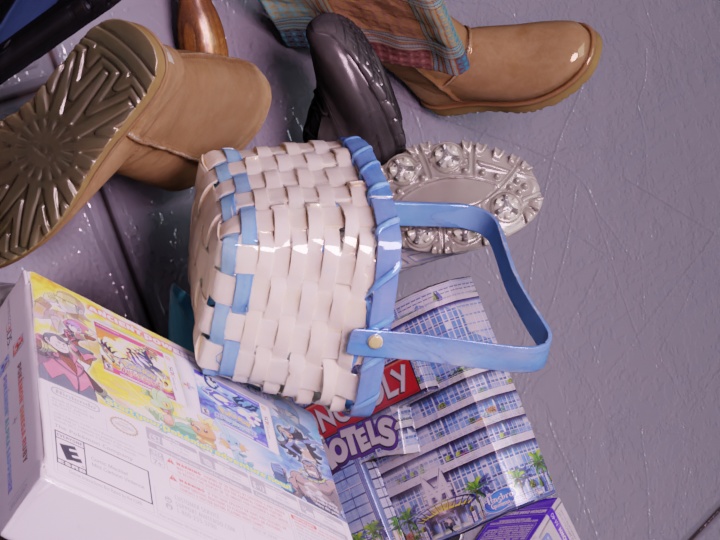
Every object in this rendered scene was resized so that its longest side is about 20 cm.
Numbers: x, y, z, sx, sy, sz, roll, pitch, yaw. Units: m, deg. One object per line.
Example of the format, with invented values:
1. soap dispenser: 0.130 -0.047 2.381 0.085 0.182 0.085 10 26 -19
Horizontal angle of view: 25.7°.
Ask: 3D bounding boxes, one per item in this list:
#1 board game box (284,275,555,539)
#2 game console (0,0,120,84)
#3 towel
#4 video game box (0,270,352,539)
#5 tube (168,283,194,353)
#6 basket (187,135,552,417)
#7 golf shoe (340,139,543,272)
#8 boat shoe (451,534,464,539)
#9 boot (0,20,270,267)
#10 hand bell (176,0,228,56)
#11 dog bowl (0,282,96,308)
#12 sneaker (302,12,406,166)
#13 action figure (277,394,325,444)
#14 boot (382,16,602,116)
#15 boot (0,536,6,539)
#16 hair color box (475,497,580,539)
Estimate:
1. board game box: 0.003 0.091 1.039 0.062 0.200 0.201 -8 72 -50
2. game console: -0.159 -0.178 0.888 0.031 0.200 0.177 43 51 -22
3. towel: -0.012 -0.184 1.047 0.200 0.146 0.022 51 54 -67
4. video game box: -0.095 0.101 0.817 0.199 0.047 0.183 30 22 -27
5. tube: -0.091 0.113 0.944 0.077 0.050 0.201 65 15 -71
6. basket: 0.000 0.000 0.923 0.177 0.199 0.140 -106 -160 -62
7. golf shoe: 0.024 -0.032 1.070 0.097 0.199 0.079 64 16 -75
8. boat shoe: 0.059 0.146 1.150 0.073 0.068 0.201 21 65 -44
9. boot: -0.143 -0.065 0.932 0.066 0.175 0.200 50 9 9
10. hand bell: -0.115 -0.209 1.052 0.104 0.104 0.201 -30 114 -48
11. dog bowl: -0.190 0.099 0.888 0.199 0.058 0.201 15 69 -45
12. sneaker: -0.009 -0.084 1.088 0.076 0.090 0.201 -103 174 -53
13. action figure: -0.062 0.115 1.007 0.054 0.118 0.201 -9 76 -30
14. boot: 0.056 -0.181 1.158 0.200 0.174 0.067 30 57 -44
15. boot: -0.158 0.210 0.818 0.186 0.064 0.200 42 84 -31
16. hair color box: 0.107 0.274 1.177 0.200 0.065 0.110 -46 115 -43
